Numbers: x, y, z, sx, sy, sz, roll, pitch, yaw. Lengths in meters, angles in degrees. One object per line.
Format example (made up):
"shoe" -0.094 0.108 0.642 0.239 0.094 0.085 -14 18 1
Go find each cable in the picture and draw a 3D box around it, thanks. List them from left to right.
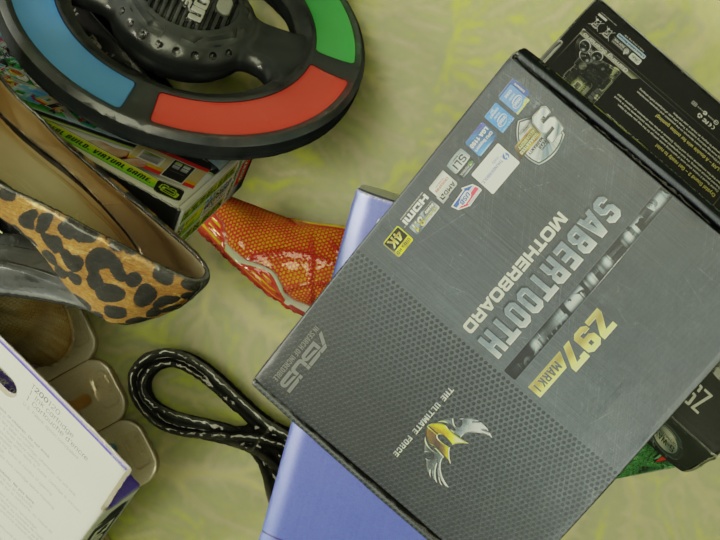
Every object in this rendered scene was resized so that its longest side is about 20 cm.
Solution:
"cable" -0.043 0.106 0.851 0.200 0.050 0.097 45 95 3

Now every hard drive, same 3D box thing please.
"hard drive" 0.034 0.074 0.752 0.131 0.025 0.202 18 102 8

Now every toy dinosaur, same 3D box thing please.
"toy dinosaur" -0.195 0.007 0.837 0.101 0.058 0.200 41 126 -4

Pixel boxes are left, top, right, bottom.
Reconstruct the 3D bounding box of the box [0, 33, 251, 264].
"box" -0.161 -0.084 0.783 0.199 0.110 0.035 28 119 4

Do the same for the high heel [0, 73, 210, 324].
"high heel" -0.145 -0.064 0.677 0.141 0.072 0.201 6 131 23

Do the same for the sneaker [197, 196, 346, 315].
"sneaker" 0.000 0.000 0.840 0.199 0.073 0.078 26 91 -4

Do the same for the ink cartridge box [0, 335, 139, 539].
"ink cartridge box" -0.211 0.076 0.811 0.198 0.043 0.200 44 135 5

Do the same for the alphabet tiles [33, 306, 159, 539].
"alphabet tiles" -0.225 0.112 0.896 0.194 0.015 0.201 -28 88 8

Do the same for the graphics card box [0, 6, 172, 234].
"graphics card box" -0.192 -0.106 0.868 0.125 0.051 0.200 -43 85 6

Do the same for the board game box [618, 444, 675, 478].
"board game box" 0.093 0.066 0.807 0.198 0.023 0.106 -9 99 -14

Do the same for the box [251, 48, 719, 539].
"box" 0.070 0.025 0.696 0.157 0.051 0.200 40 105 2

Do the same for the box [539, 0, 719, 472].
"box" 0.147 -0.021 0.792 0.200 0.044 0.160 41 68 5

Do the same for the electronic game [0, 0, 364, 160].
"electronic game" -0.093 -0.133 0.798 0.199 0.200 0.042 31 134 6
